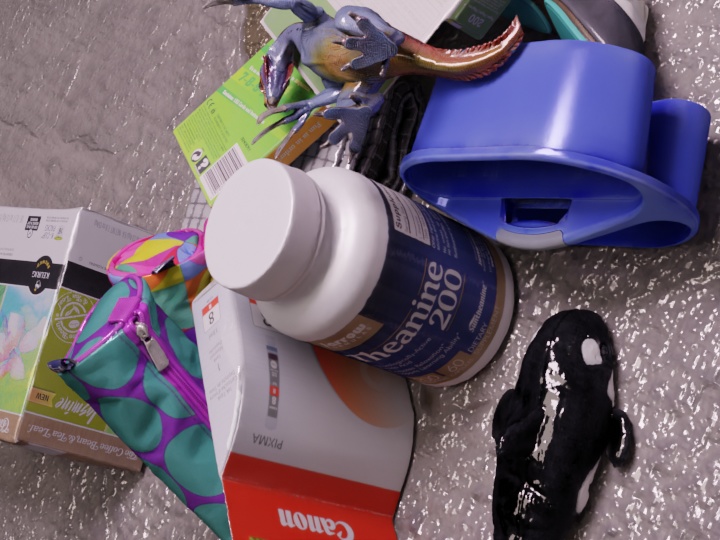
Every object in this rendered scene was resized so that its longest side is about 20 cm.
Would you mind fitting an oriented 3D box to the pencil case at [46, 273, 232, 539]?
[{"bbox_3d":[-0.112,0.102,0.922,0.085,0.200,0.092,-51,17,-28],"label":"pencil case"}]

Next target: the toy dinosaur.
[{"bbox_3d":[-0.011,-0.127,0.883,0.182,0.197,0.106,-103,14,-71],"label":"toy dinosaur"}]

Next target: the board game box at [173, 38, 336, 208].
[{"bbox_3d":[-0.046,-0.135,1.002,0.200,0.030,0.096,-43,46,12],"label":"board game box"}]

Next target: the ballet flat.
[{"bbox_3d":[0.145,-0.179,0.916,0.073,0.073,0.200,-56,37,13],"label":"ballet flat"}]

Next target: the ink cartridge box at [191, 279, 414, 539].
[{"bbox_3d":[-0.025,0.110,0.900,0.050,0.161,0.202,-39,50,29],"label":"ink cartridge box"}]

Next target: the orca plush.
[{"bbox_3d":[0.093,0.115,0.842,0.105,0.071,0.202,34,99,47],"label":"orca plush"}]

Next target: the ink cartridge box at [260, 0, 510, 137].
[{"bbox_3d":[0.033,-0.204,0.940,0.201,0.048,0.146,-52,51,19],"label":"ink cartridge box"}]

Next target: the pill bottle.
[{"bbox_3d":[0.000,0.000,0.891,0.110,0.199,0.112,-20,60,39],"label":"pill bottle"}]

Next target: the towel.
[{"bbox_3d":[-0.045,-0.057,1.051,0.164,0.085,0.202,9,79,46],"label":"towel"}]

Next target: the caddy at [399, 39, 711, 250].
[{"bbox_3d":[0.116,-0.063,0.841,0.199,0.141,0.106,3,73,47],"label":"caddy"}]

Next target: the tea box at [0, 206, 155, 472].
[{"bbox_3d":[-0.270,0.056,1.197,0.199,0.133,0.199,3,76,46],"label":"tea box"}]

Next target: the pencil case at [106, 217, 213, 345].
[{"bbox_3d":[-0.120,0.067,1.004,0.088,0.088,0.202,11,122,47],"label":"pencil case"}]
